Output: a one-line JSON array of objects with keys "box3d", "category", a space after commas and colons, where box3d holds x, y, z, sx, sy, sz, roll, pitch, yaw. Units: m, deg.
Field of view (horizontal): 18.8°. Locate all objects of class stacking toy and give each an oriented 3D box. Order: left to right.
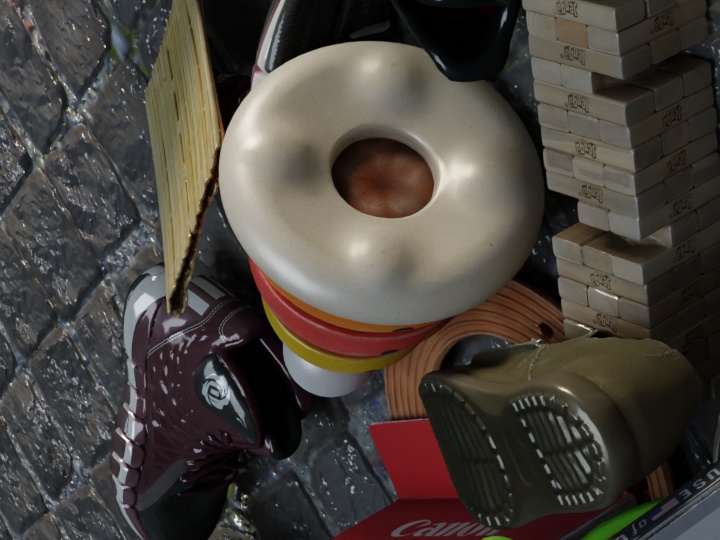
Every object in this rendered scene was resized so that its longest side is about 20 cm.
[{"box3d": [0.000, 0.000, 1.034, 0.146, 0.146, 0.200, 50, 155, 19], "category": "stacking toy"}]

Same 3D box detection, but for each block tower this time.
[{"box3d": [0.115, -0.028, 0.913, 0.058, 0.054, 0.200, 22, 130, 46], "category": "block tower"}]

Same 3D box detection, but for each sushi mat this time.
[{"box3d": [-0.087, -0.071, 1.080, 0.200, 0.012, 0.096, -103, 29, -54], "category": "sushi mat"}]

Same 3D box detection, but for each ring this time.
[{"box3d": [0.084, 0.089, 1.068, 0.200, 0.019, 0.201, 32, 135, 39], "category": "ring"}]

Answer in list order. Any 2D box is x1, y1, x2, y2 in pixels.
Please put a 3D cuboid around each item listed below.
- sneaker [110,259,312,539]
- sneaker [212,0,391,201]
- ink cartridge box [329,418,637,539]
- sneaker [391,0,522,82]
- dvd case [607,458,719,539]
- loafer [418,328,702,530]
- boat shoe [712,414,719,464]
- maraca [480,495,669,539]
[{"box3d": [-0.081, 0.099, 1.238, 0.115, 0.076, 0.200, 29, 133, 36], "category": "sneaker"}, {"box3d": [-0.049, -0.090, 1.080, 0.116, 0.076, 0.200, 43, 140, 37], "category": "sneaker"}, {"box3d": [0.059, 0.165, 1.062, 0.200, 0.084, 0.176, -12, 102, 57], "category": "ink cartridge box"}, {"box3d": [0.040, -0.150, 0.869, 0.200, 0.077, 0.084, 69, -172, -56], "category": "sneaker"}, {"box3d": [0.169, 0.173, 0.859, 0.200, 0.150, 0.025, 55, 179, -14], "category": "dvd case"}, {"box3d": [0.084, 0.066, 0.918, 0.076, 0.067, 0.200, 70, 162, -6], "category": "loafer"}, {"box3d": [0.191, 0.024, 0.843, 0.067, 0.057, 0.200, 45, 143, 25], "category": "boat shoe"}, {"box3d": [0.130, 0.163, 0.925, 0.107, 0.200, 0.137, -51, -45, -85], "category": "maraca"}]
